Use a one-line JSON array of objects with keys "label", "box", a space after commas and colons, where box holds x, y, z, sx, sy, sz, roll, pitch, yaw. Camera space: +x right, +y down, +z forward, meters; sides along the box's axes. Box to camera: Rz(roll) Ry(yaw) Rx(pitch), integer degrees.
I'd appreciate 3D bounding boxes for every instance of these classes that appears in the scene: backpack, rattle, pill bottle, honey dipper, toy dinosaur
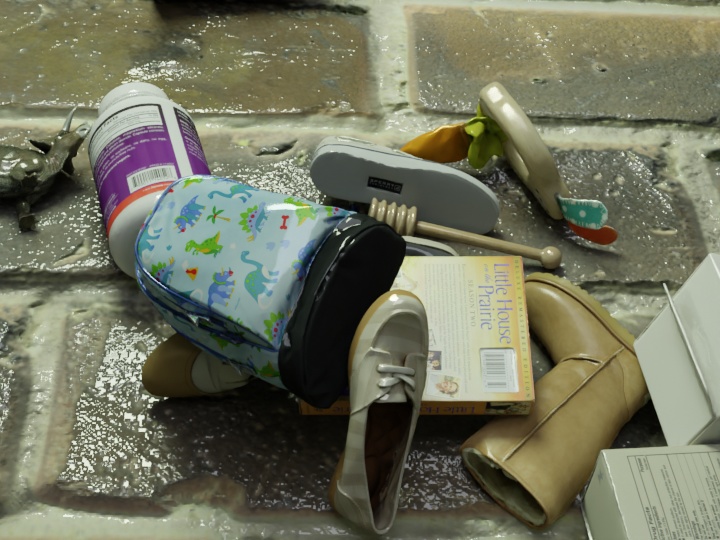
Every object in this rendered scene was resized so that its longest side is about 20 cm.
[{"label": "backpack", "box": [-0.091, 0.002, 0.997, 0.199, 0.154, 0.164, 15, 72, 41]}, {"label": "rattle", "box": [0.149, -0.081, 1.233, 0.142, 0.130, 0.201, -28, 82, -15]}, {"label": "pill bottle", "box": [-0.204, -0.091, 1.177, 0.111, 0.113, 0.201, -10, 49, -14]}, {"label": "honey dipper", "box": [0.105, -0.034, 1.196, 0.198, 0.038, 0.038, 11, 47, -4]}, {"label": "toy dinosaur", "box": [-0.364, -0.096, 1.208, 0.198, 0.077, 0.103, -8, 36, -6]}]

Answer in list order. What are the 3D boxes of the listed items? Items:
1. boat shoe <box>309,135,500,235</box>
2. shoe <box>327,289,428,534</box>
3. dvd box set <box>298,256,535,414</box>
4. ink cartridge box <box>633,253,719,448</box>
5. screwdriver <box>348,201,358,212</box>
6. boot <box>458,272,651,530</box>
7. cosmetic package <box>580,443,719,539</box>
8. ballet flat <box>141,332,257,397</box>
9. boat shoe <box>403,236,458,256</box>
[{"label": "boat shoe", "box": [0.047, -0.093, 1.227, 0.198, 0.071, 0.070, 14, 32, -3]}, {"label": "shoe", "box": [0.022, 0.115, 0.955, 0.069, 0.202, 0.053, 2, 19, -28]}, {"label": "dvd box set", "box": [0.046, 0.054, 1.041, 0.198, 0.029, 0.147, -1, 58, -1]}, {"label": "ink cartridge box", "box": [0.338, 0.083, 1.020, 0.198, 0.126, 0.129, 11, 44, -22]}, {"label": "screwdriver", "box": [-0.006, -0.077, 1.243, 0.029, 0.028, 0.201, -17, 42, 19]}, {"label": "boot", "box": [0.157, 0.105, 1.063, 0.175, 0.066, 0.200, 36, 55, 26]}, {"label": "cosmetic package", "box": [0.290, 0.203, 0.969, 0.198, 0.088, 0.104, 0, 49, -7]}, {"label": "ballet flat", "box": [-0.095, 0.068, 1.065, 0.199, 0.069, 0.063, -21, 29, -23]}, {"label": "boat shoe", "box": [0.000, 0.000, 1.134, 0.198, 0.073, 0.063, 7, 32, -5]}]
